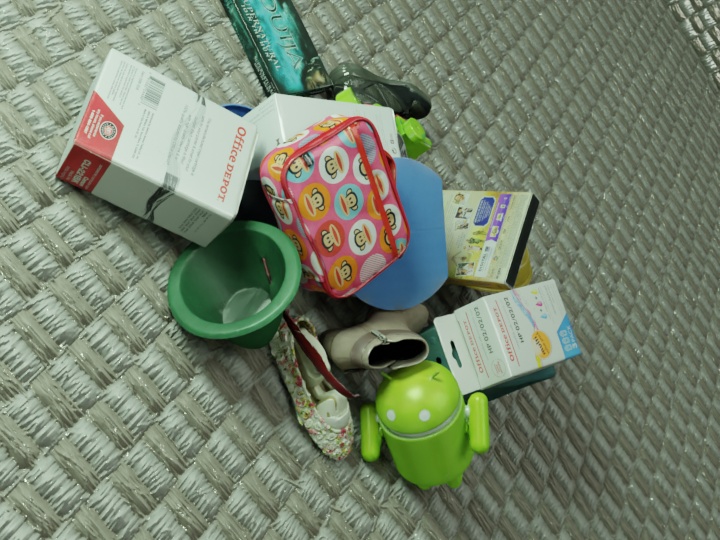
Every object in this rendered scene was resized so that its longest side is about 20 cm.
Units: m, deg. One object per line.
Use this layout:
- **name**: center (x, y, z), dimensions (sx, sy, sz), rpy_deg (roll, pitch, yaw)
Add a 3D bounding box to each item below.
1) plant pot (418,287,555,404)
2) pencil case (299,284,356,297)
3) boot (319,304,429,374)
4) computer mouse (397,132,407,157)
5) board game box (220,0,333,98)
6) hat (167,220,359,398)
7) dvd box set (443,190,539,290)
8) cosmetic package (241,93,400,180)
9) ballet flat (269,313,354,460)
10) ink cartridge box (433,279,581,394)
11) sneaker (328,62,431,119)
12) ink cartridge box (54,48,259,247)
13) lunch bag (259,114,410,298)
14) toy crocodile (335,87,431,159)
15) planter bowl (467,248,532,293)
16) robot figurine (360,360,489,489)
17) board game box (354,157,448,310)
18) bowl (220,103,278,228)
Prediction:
- **plant pot**: center (0.158, 0.124, 1.425), dimensions (0.198, 0.141, 0.143), rpy_deg (-7, 74, -45)
- **pencil case**: center (0.000, 0.000, 1.349), dimensions (0.198, 0.090, 0.084), rpy_deg (13, 96, -46)
- **boot**: center (0.044, 0.090, 1.277), dimensions (0.198, 0.145, 0.071), rpy_deg (-17, 104, -29)
- **computer mouse**: center (0.050, -0.137, 1.461), dimensions (0.111, 0.043, 0.201), rpy_deg (-65, 152, -27)
- **board game box**: center (-0.130, -0.355, 1.457), dimensions (0.135, 0.028, 0.202), rpy_deg (-25, 89, -51)
- **hat**: center (-0.127, 0.067, 1.189), dimensions (0.177, 0.164, 0.201), rpy_deg (71, -7, -49)
- **dvd box set**: center (0.157, -0.049, 1.439), dimensions (0.029, 0.198, 0.148), rpy_deg (37, 65, -45)
- **cosmetic package**: center (-0.057, -0.169, 1.280), dimensions (0.198, 0.112, 0.083), rpy_deg (1, 74, -42)
- **ballet flat**: center (-0.055, 0.146, 1.225), dimensions (0.075, 0.064, 0.202), rpy_deg (-31, 93, -47)
- **ink cartridge box**: center (0.206, 0.091, 1.346), dimensions (0.198, 0.068, 0.117), rpy_deg (-12, 77, -40)
- **sneaker**: center (0.038, -0.252, 1.555), dimensions (0.197, 0.076, 0.116), rpy_deg (10, 63, -42)
- **ink cartridge box**: center (-0.233, -0.140, 1.135), dimensions (0.198, 0.084, 0.146), rpy_deg (26, 55, -21)
- **lunch bag**: center (-0.020, -0.085, 1.196), dimensions (0.175, 0.081, 0.202), rpy_deg (-36, 119, -28)
- **toy crocodile**: center (0.036, -0.215, 1.454), dimensions (0.198, 0.067, 0.063), rpy_deg (15, 50, -45)
- **planter bowl**: center (0.192, -0.059, 1.530), dimensions (0.197, 0.084, 0.202), rpy_deg (13, 33, -8)
- **robot figurine**: center (0.086, 0.202, 1.280), dimensions (0.117, 0.172, 0.202), rpy_deg (-76, 155, -48)
- **board game box**: center (0.039, -0.049, 1.305), dimensions (0.156, 0.039, 0.204), rpy_deg (-8, 97, -25)
- **bowl**: center (-0.148, -0.122, 1.294), dimensions (0.199, 0.039, 0.203), rpy_deg (26, 51, -37)
